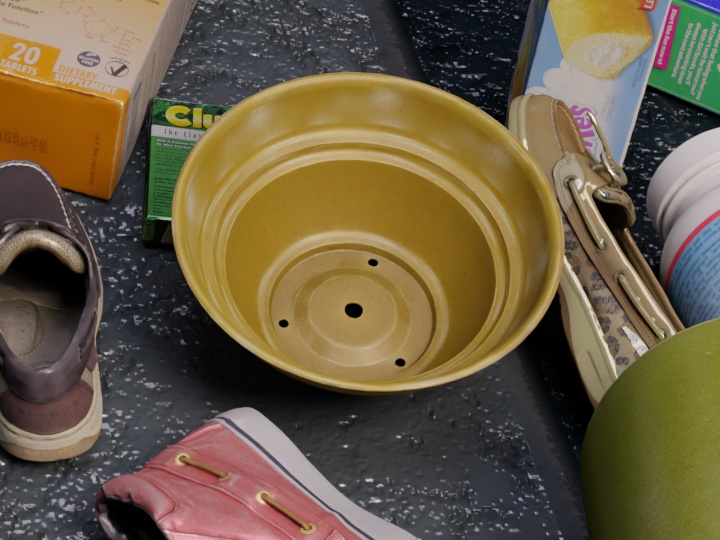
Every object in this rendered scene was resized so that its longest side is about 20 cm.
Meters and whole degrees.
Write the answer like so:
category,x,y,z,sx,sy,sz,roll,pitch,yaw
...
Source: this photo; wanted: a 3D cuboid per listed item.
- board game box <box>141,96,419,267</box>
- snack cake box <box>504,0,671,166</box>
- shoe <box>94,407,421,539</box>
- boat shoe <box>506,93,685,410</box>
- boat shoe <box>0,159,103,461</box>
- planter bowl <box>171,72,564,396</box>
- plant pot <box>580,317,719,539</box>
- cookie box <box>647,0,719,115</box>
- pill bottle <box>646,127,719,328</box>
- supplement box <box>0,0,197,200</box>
category,x,y,z,sx,sy,sz,roll,pitch,yaw
board game box,-0.021,-0.046,1.304,0.198,0.024,0.105,7,45,-8
snack cake box,0.129,-0.138,1.307,0.067,0.201,0.116,10,42,-2
shoe,-0.033,0.144,1.065,0.091,0.072,0.200,-26,49,-33
boat shoe,0.131,-0.009,1.227,0.073,0.062,0.201,21,47,-60
boat shoe,-0.163,0.006,1.181,0.071,0.065,0.201,0,43,-11
planter bowl,0.000,0.000,1.203,0.198,0.084,0.202,4,54,-5
plant pot,0.184,0.150,1.000,0.185,0.188,0.201,12,34,-1
cookie box,0.233,-0.177,1.467,0.199,0.076,0.171,23,43,12
pill bottle,0.223,0.019,1.228,0.108,0.109,0.201,-5,45,-18
supplement box,-0.171,-0.142,1.333,0.125,0.074,0.201,14,42,1
